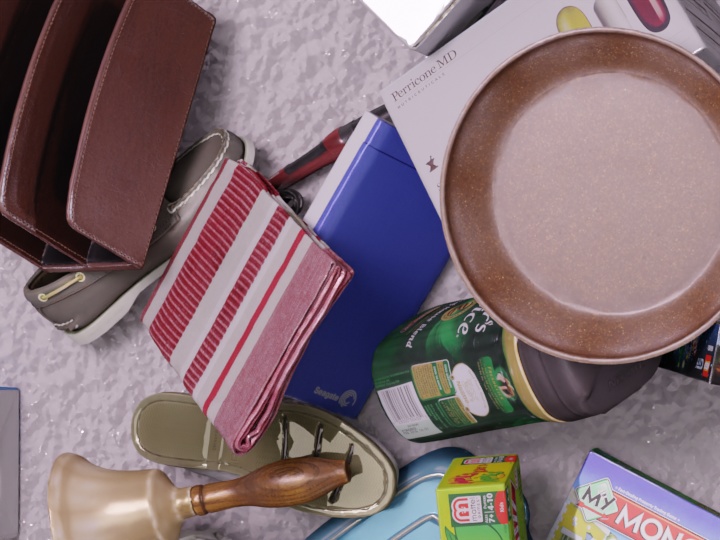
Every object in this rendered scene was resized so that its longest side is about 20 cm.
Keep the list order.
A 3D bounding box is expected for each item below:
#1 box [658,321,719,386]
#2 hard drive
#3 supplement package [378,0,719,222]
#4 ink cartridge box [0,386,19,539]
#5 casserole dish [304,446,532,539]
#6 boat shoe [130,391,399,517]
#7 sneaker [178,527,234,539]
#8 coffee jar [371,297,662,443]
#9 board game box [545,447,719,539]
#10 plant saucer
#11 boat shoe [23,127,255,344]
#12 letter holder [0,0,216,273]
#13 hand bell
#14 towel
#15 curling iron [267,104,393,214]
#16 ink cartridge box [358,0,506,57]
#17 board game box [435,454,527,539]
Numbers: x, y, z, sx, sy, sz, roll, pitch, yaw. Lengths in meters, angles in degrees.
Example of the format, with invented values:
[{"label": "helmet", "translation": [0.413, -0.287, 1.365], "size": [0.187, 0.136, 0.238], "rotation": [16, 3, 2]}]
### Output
[{"label": "box", "translation": [0.265, 0.059, 1.358], "size": [0.136, 0.200, 0.038], "rotation": [12, 91, -4]}, {"label": "hard drive", "translation": [0.000, 0.000, 1.495], "size": [0.025, 0.132, 0.200], "rotation": [36, 99, 42]}, {"label": "supplement package", "translation": [0.144, -0.108, 1.401], "size": [0.200, 0.156, 0.111], "rotation": [-35, 62, 18]}, {"label": "ink cartridge box", "translation": [-0.362, 0.144, 1.626], "size": [0.199, 0.067, 0.117], "rotation": [0, 87, 16]}, {"label": "casserole dish", "translation": [0.029, 0.211, 1.525], "size": [0.200, 0.039, 0.121], "rotation": [-37, 78, 13]}, {"label": "boat shoe", "translation": [-0.061, 0.125, 1.536], "size": [0.199, 0.068, 0.075], "rotation": [16, 92, 18]}, {"label": "sneaker", "translation": [-0.104, 0.220, 1.524], "size": [0.200, 0.076, 0.081], "rotation": [-17, 75, 32]}, {"label": "coffee jar", "translation": [0.103, 0.057, 1.425], "size": [0.200, 0.104, 0.086], "rotation": [-14, 103, 52]}, {"label": "board game box", "translation": [0.218, 0.227, 1.473], "size": [0.200, 0.029, 0.135], "rotation": [27, 96, 16]}, {"label": "plant saucer", "translation": [0.147, -0.045, 1.292], "size": [0.200, 0.037, 0.201], "rotation": [2, 96, 17]}, {"label": "boat shoe", "translation": [-0.160, -0.032, 1.565], "size": [0.202, 0.072, 0.060], "rotation": [-44, 120, 12]}, {"label": "letter holder", "translation": [-0.205, -0.118, 1.508], "size": [0.100, 0.142, 0.201], "rotation": [-2, 65, 39]}, {"label": "hand bell", "translation": [-0.103, 0.157, 1.481], "size": [0.199, 0.104, 0.104], "rotation": [-13, 84, 14]}, {"label": "towel", "translation": [-0.081, 0.019, 1.456], "size": [0.144, 0.023, 0.200], "rotation": [-60, 33, 11]}, {"label": "curling iron", "translation": [-0.005, -0.084, 1.541], "size": [0.200, 0.026, 0.050], "rotation": [-35, 70, 19]}, {"label": "ink cartridge box", "translation": [0.037, -0.213, 1.452], "size": [0.146, 0.200, 0.084], "rotation": [44, 101, 14]}, {"label": "board game box", "translation": [0.088, 0.232, 1.437], "size": [0.047, 0.102, 0.201], "rotation": [-5, 95, 10]}]
